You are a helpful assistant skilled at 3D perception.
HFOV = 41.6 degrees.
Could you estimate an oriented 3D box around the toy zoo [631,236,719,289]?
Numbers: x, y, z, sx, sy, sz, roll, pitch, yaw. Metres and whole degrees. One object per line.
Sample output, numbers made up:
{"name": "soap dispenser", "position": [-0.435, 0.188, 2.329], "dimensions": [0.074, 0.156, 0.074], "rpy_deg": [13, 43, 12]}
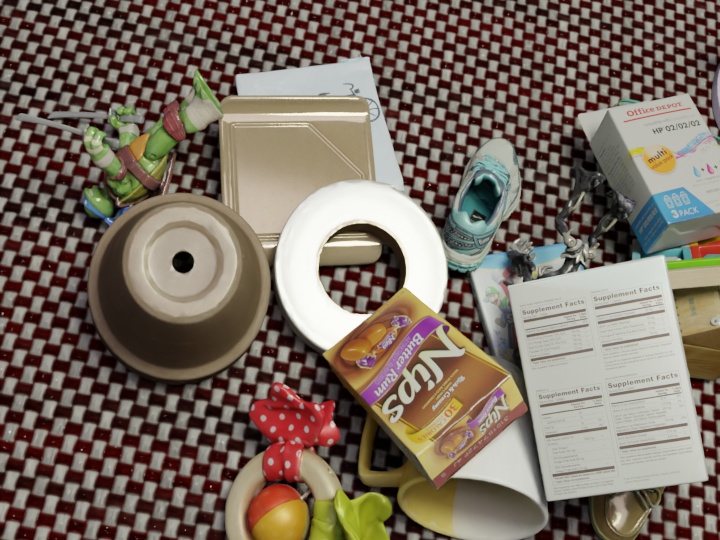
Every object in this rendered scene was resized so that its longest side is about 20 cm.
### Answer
{"name": "toy zoo", "position": [0.376, -0.017, 1.081], "dimensions": [0.129, 0.200, 0.021], "rpy_deg": [-5, 103, 19]}

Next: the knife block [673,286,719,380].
{"name": "knife block", "position": [0.385, 0.086, 1.088], "dimensions": [0.197, 0.176, 0.065], "rpy_deg": [-17, 51, 26]}

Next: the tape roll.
{"name": "tape roll", "position": [0.000, 0.000, 1.060], "dimensions": [0.198, 0.037, 0.207], "rpy_deg": [2, 79, -9]}

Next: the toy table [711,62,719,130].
{"name": "toy table", "position": [0.547, -0.263, 1.250], "dimensions": [0.180, 0.118, 0.203], "rpy_deg": [11, 64, -2]}

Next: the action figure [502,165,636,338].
{"name": "action figure", "position": [0.231, -0.007, 1.073], "dimensions": [0.118, 0.102, 0.202], "rpy_deg": [29, 90, -2]}

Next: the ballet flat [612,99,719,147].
{"name": "ballet flat", "position": [0.408, -0.153, 1.207], "dimensions": [0.197, 0.075, 0.075], "rpy_deg": [22, 63, 7]}

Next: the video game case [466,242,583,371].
{"name": "video game case", "position": [0.213, 0.068, 1.095], "dimensions": [0.140, 0.018, 0.203], "rpy_deg": [-9, 66, -11]}

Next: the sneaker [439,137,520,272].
{"name": "sneaker", "position": [0.153, -0.093, 1.120], "dimensions": [0.076, 0.087, 0.202], "rpy_deg": [21, 54, 4]}

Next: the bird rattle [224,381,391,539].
{"name": "bird rattle", "position": [-0.067, 0.222, 0.928], "dimensions": [0.162, 0.113, 0.201], "rpy_deg": [-40, 73, 5]}

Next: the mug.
{"name": "mug", "position": [0.104, 0.168, 0.966], "dimensions": [0.183, 0.150, 0.155], "rpy_deg": [17, 55, -7]}

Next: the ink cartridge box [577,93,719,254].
{"name": "ink cartridge box", "position": [0.347, -0.131, 1.104], "dimensions": [0.113, 0.068, 0.203], "rpy_deg": [-12, 63, -16]}

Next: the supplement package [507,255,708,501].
{"name": "supplement package", "position": [0.241, 0.102, 0.929], "dimensions": [0.148, 0.152, 0.204], "rpy_deg": [-11, 84, 16]}

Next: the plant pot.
{"name": "plant pot", "position": [-0.182, 0.008, 0.955], "dimensions": [0.196, 0.175, 0.205], "rpy_deg": [2, 81, -11]}

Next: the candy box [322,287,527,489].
{"name": "candy box", "position": [0.058, 0.108, 0.933], "dimensions": [0.116, 0.057, 0.200], "rpy_deg": [-38, 37, -9]}

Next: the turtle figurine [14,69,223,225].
{"name": "turtle figurine", "position": [-0.259, -0.165, 1.053], "dimensions": [0.192, 0.144, 0.202], "rpy_deg": [-34, 78, 2]}

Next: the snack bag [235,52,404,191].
{"name": "snack bag", "position": [-0.057, -0.168, 1.167], "dimensions": [0.185, 0.021, 0.203], "rpy_deg": [-10, 69, -11]}

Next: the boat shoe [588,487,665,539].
{"name": "boat shoe", "position": [0.301, 0.193, 1.013], "dimensions": [0.072, 0.063, 0.203], "rpy_deg": [27, 73, 4]}

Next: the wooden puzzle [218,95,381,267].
{"name": "wooden puzzle", "position": [-0.072, -0.103, 1.108], "dimensions": [0.181, 0.037, 0.204], "rpy_deg": [-2, 77, -10]}
